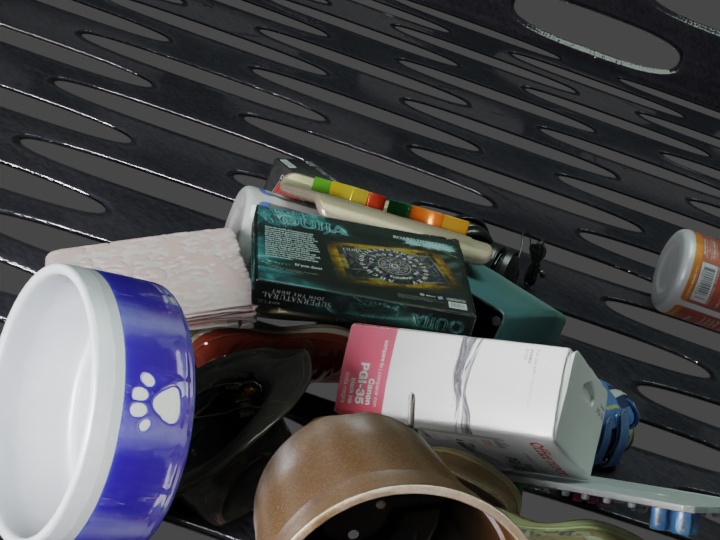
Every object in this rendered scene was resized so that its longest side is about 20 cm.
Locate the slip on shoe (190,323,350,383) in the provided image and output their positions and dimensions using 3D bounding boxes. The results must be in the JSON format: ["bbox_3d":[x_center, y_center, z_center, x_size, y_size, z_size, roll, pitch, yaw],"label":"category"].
[{"bbox_3d":[-0.067,0.088,1.581,0.199,0.074,0.061,7,46,-35],"label":"slip on shoe"}]

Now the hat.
[{"bbox_3d":[-0.109,0.145,1.343,0.201,0.199,0.081,-90,155,-66],"label":"hat"}]

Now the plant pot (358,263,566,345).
[{"bbox_3d":[0.110,0.069,1.704,0.141,0.142,0.199,33,17,29],"label":"plant pot"}]

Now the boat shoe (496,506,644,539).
[{"bbox_3d":[0.156,0.244,1.400,0.198,0.074,0.063,10,29,-8],"label":"boat shoe"}]

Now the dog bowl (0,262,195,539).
[{"bbox_3d":[-0.195,0.100,1.213,0.078,0.201,0.200,11,22,-31],"label":"dog bowl"}]

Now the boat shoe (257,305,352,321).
[{"bbox_3d":[-0.046,0.013,1.617,0.074,0.069,0.200,5,1,15],"label":"boat shoe"}]

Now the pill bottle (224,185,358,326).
[{"bbox_3d":[-0.041,-0.007,1.768,0.199,0.114,0.114,16,20,-14],"label":"pill bottle"}]

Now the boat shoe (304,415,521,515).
[{"bbox_3d":[0.035,0.183,1.435,0.198,0.072,0.065,15,23,11],"label":"boat shoe"}]

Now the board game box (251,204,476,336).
[{"bbox_3d":[0.000,0.000,1.547,0.198,0.028,0.136,10,30,-9],"label":"board game box"}]

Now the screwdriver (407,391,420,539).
[{"bbox_3d":[0.034,0.160,1.328,0.029,0.201,0.028,-3,46,4],"label":"screwdriver"}]

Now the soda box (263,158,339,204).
[{"bbox_3d":[-0.030,-0.053,1.955,0.063,0.071,0.200,1,28,-45],"label":"soda box"}]

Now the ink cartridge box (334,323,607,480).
[{"bbox_3d":[0.097,0.113,1.475,0.198,0.083,0.147,6,-17,23],"label":"ink cartridge box"}]

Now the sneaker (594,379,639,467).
[{"bbox_3d":[0.229,0.156,1.686,0.082,0.074,0.200,27,22,8],"label":"sneaker"}]

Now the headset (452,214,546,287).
[{"bbox_3d":[0.142,-0.003,2.039,0.199,0.095,0.123,-14,41,-34],"label":"headset"}]

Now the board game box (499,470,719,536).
[{"bbox_3d":[0.236,0.202,1.488,0.199,0.026,0.199,6,-3,35],"label":"board game box"}]

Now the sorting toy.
[{"bbox_3d":[0.024,-0.060,1.710,0.184,0.037,0.200,16,7,-16],"label":"sorting toy"}]

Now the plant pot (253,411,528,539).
[{"bbox_3d":[0.011,0.203,1.195,0.199,0.202,0.198,16,13,-14],"label":"plant pot"}]

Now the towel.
[{"bbox_3d":[-0.195,0.018,1.572,0.189,0.032,0.200,-8,23,-7],"label":"towel"}]

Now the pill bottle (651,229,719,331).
[{"bbox_3d":[0.485,0.028,2.209,0.199,0.113,0.112,19,20,-9],"label":"pill bottle"}]
